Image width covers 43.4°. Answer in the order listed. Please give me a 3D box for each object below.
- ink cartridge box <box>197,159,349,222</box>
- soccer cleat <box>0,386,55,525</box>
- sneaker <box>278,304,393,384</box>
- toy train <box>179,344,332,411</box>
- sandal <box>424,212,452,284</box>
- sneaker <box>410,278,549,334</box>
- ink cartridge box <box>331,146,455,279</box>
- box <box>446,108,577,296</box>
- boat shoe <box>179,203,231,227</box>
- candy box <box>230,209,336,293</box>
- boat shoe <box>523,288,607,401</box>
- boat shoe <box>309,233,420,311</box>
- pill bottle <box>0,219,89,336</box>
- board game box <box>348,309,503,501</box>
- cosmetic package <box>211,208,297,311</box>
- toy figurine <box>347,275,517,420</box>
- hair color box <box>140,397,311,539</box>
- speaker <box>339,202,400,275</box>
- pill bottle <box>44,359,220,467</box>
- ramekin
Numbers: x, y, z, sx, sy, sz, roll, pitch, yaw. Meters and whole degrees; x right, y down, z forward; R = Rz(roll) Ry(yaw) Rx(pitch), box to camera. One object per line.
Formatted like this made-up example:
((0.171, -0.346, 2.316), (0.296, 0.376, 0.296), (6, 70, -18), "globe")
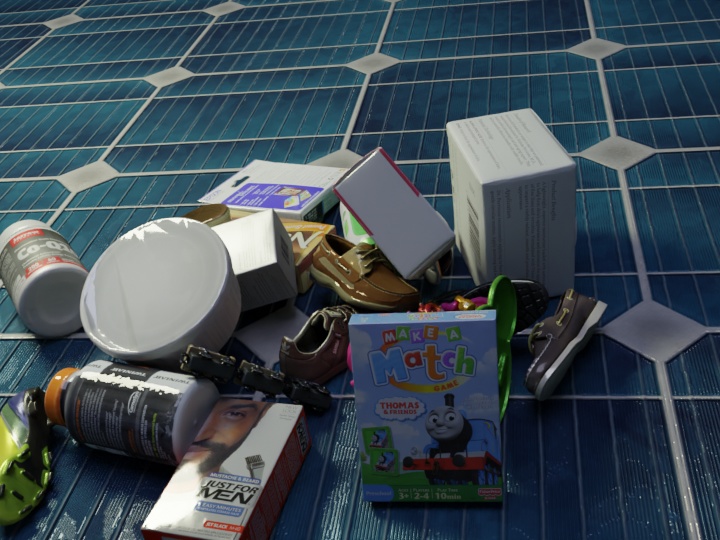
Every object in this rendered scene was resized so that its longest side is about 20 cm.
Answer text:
((-0.139, -0.129, 1.530), (0.199, 0.044, 0.198), (9, 30, 24), "ink cartridge box")
((-0.408, 0.225, 1.070), (0.083, 0.065, 0.201), (-33, 34, 17), "soccer cleat")
((-0.024, 0.078, 1.173), (0.070, 0.076, 0.200), (20, 42, 36), "sneaker")
((-0.123, 0.126, 1.070), (0.199, 0.034, 0.046), (21, 6, -29), "toy train")
((0.104, -0.058, 1.349), (0.059, 0.080, 0.207), (-13, 31, -3), "sandal")
((0.141, 0.044, 1.158), (0.199, 0.076, 0.088), (-19, 22, 18), "sneaker")
((0.048, -0.067, 1.164), (0.083, 0.147, 0.200), (-41, -4, 4), "ink cartridge box")
((0.209, -0.091, 1.264), (0.130, 0.200, 0.200), (-10, 33, -4), "box")
((-0.265, -0.035, 1.348), (0.199, 0.065, 0.072), (-27, 24, 21), "boat shoe")
((-0.146, -0.032, 1.387), (0.199, 0.056, 0.116), (11, 38, 26), "candy box")
((0.238, 0.085, 1.099), (0.059, 0.072, 0.200), (31, 42, 18), "boat shoe")
((0.000, 0.000, 1.216), (0.075, 0.074, 0.199), (-6, 20, -41), "boat shoe")
((-0.474, 0.004, 1.351), (0.113, 0.115, 0.200), (-24, 36, -22), "pill bottle")
((0.070, 0.143, 0.942), (0.150, 0.202, 0.037), (-2, 14, 9), "board game box")
((-0.198, 0.000, 1.269), (0.199, 0.085, 0.108), (-16, 50, 10), "cosmetic package")
((0.073, 0.093, 1.073), (0.183, 0.150, 0.201), (1, 54, 30), "toy figurine")
((-0.139, 0.230, 0.983), (0.110, 0.064, 0.200), (2, 33, 17), "hair color box")
((0.017, -0.061, 1.369), (0.088, 0.089, 0.200), (-9, 33, -1), "speaker")
((-0.274, 0.164, 1.072), (0.199, 0.107, 0.106), (7, 36, 22), "pill bottle")
((-0.244, 0.040, 1.148), (0.201, 0.094, 0.204), (-9, 56, 13), "ramekin")
